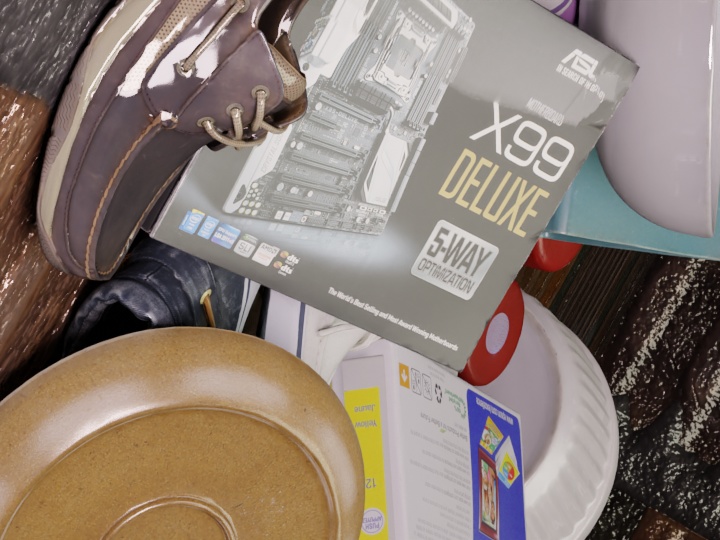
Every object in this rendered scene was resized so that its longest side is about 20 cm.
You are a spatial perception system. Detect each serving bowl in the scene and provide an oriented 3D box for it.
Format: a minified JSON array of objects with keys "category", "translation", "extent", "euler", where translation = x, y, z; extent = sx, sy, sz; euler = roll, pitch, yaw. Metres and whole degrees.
[{"category":"serving bowl","translation":[0.137,-0.117,1.309],"extent":[0.200,0.065,0.201],"euler":[3,90,-81]}]

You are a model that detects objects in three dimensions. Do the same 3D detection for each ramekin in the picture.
[{"category":"ramekin","translation":[0.053,0.094,1.714],"extent":[0.201,0.200,0.105],"euler":[-59,159,-12]}]

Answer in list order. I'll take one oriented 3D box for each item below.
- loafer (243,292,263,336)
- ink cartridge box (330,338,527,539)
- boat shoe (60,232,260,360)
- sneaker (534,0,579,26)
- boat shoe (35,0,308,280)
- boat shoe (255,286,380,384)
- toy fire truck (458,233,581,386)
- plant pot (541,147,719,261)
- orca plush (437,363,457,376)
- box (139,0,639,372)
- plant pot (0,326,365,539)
[{"category":"loafer","translation":[-0.057,0.098,1.389],"extent":[0.076,0.067,0.201],"euler":[93,8,-63]},{"category":"ink cartridge box","translation":[0.040,0.151,1.416],"extent":[0.198,0.047,0.201],"euler":[35,51,-65]},{"category":"boat shoe","translation":[-0.098,0.058,1.247],"extent":[0.091,0.071,0.201],"euler":[-48,157,-45]},{"category":"sneaker","translation":[0.078,-0.149,1.354],"extent":[0.201,0.072,0.115],"euler":[-78,163,-45]},{"category":"boat shoe","translation":[-0.056,-0.080,1.050],"extent":[0.201,0.073,0.074],"euler":[-63,169,10]},{"category":"boat shoe","translation":[0.000,0.002,1.310],"extent":[0.075,0.086,0.203],"euler":[103,-3,-58]},{"category":"toy fire truck","translation":[0.035,-0.039,1.560],"extent":[0.200,0.112,0.168],"euler":[-57,145,-22]},{"category":"plant pot","translation":[0.115,-0.116,1.463],"extent":[0.141,0.141,0.201],"euler":[9,90,-43]},{"category":"orca plush","translation":[0.002,0.014,1.452],"extent":[0.105,0.071,0.200],"euler":[-53,154,-9]},{"category":"box","translation":[0.007,-0.061,1.173],"extent":[0.200,0.050,0.158],"euler":[26,98,-45]},{"category":"plant pot","translation":[-0.086,0.117,1.180],"extent":[0.201,0.199,0.027],"euler":[-64,-147,16]}]
